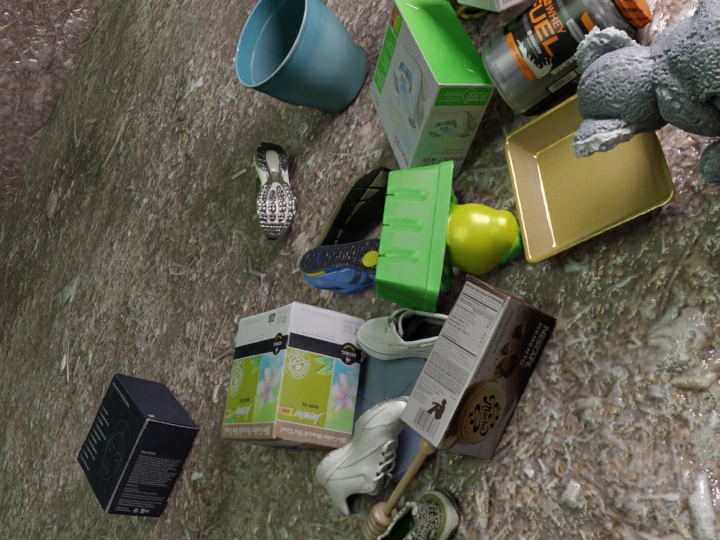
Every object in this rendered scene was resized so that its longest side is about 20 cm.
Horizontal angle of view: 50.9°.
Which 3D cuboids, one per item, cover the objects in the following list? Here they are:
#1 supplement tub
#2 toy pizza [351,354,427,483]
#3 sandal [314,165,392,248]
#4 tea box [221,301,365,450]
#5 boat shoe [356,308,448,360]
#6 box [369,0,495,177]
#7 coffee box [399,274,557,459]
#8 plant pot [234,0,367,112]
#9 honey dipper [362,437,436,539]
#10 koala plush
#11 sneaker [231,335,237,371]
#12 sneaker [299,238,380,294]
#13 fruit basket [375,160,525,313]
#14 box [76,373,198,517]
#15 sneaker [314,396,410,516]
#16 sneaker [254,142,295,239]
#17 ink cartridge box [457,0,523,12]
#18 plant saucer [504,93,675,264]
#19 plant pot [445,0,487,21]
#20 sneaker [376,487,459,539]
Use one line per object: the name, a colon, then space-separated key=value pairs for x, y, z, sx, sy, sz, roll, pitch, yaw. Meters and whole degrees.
supplement tub: x=0.269 y=-0.306 z=0.992 sx=0.199 sy=0.122 sz=0.124 roll=-34 pitch=51 yaw=33
toy pizza: x=0.046 y=0.203 z=1.090 sx=0.199 sy=0.031 sz=0.203 roll=-23 pitch=57 yaw=41
sandal: x=-0.018 y=-0.094 z=1.255 sx=0.202 sy=0.079 sz=0.058 roll=-51 pitch=30 yaw=20
tea box: x=-0.106 y=0.170 z=1.165 sx=0.199 sy=0.132 sz=0.200 roll=-20 pitch=59 yaw=56
boat shoe: x=0.068 y=0.082 z=1.055 sx=0.198 sy=0.066 sz=0.074 roll=-2 pitch=48 yaw=39
box: x=0.100 y=-0.269 z=1.124 sx=0.178 sy=0.095 sz=0.202 roll=111 pitch=148 yaw=-49
coffee box: x=0.149 y=0.123 z=0.950 sx=0.080 sy=0.112 sz=0.202 roll=29 pitch=95 yaw=49
plant pot: x=-0.095 y=-0.388 z=1.374 sx=0.199 sy=0.187 sz=0.203 roll=-20 pitch=60 yaw=41
honey dipper: x=0.054 y=0.285 z=0.995 sx=0.038 sy=0.037 sz=0.202 roll=59 pitch=136 yaw=43
koala plush: x=0.324 y=-0.200 z=0.811 sx=0.197 sy=0.183 sz=0.180 roll=-1 pitch=71 yaw=31
sneaker: x=-0.184 y=0.194 z=1.298 sx=0.077 sy=0.091 sz=0.203 roll=-30 pitch=54 yaw=36
sneaker: x=0.000 y=0.000 z=1.214 sx=0.197 sy=0.079 sz=0.067 roll=-4 pitch=52 yaw=28
fruit basket: x=0.126 y=-0.041 z=1.054 sx=0.212 sy=0.156 sz=0.219 roll=-1 pitch=74 yaw=2
box: x=-0.443 y=0.342 z=1.494 sx=0.199 sy=0.123 sz=0.199 roll=31 pitch=99 yaw=49
sneaker: x=0.020 y=0.251 z=1.032 sx=0.201 sy=0.074 sz=0.087 roll=-55 pitch=52 yaw=26
sneaker: x=-0.171 y=-0.140 z=1.451 sx=0.089 sy=0.076 sz=0.203 roll=124 pitch=147 yaw=-57
ink cartridge box: x=0.210 y=-0.424 z=1.037 sx=0.198 sy=0.045 sz=0.176 roll=-29 pitch=37 yaw=-16
plant saucer: x=0.287 y=-0.125 z=0.952 sx=0.199 sy=0.048 sz=0.203 roll=-28 pitch=56 yaw=37
plant pot: x=0.139 y=-0.496 z=1.186 sx=0.201 sy=0.199 sz=0.191 roll=-50 pitch=56 yaw=20
sneaker: x=0.040 y=0.364 z=0.984 sx=0.202 sy=0.088 sz=0.077 roll=-58 pitch=42 yaw=12
